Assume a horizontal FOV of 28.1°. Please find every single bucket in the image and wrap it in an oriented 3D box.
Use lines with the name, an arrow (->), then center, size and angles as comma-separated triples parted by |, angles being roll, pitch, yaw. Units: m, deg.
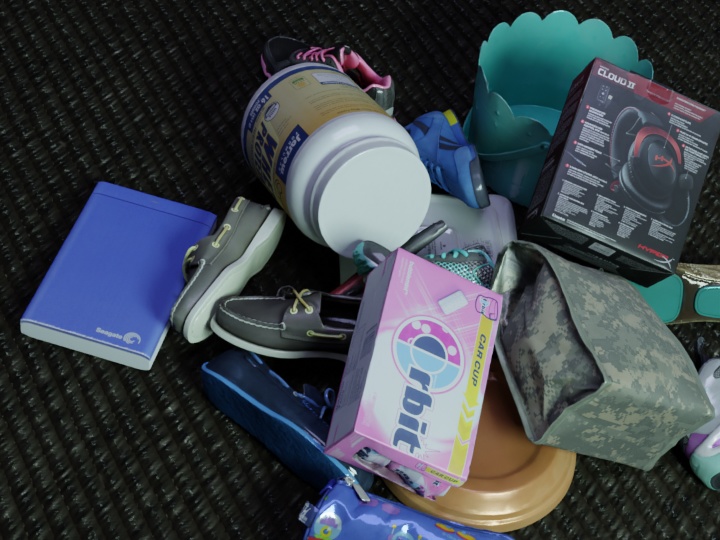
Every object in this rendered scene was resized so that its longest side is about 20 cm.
bucket -> 0.213, -0.174, 1.593 | 0.206, 0.135, 0.208 | 5, 47, -6

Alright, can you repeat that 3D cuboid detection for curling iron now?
curling iron -> 0.000, 0.000, 1.435 | 0.199, 0.026, 0.050 | -29, 57, -8

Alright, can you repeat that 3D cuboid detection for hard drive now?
hard drive -> -0.237, 0.001, 1.432 | 0.131, 0.025, 0.201 | 16, 48, 4

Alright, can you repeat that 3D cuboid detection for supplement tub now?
supplement tub -> -0.026, -0.111, 1.457 | 0.144, 0.145, 0.200 | -13, 34, -20

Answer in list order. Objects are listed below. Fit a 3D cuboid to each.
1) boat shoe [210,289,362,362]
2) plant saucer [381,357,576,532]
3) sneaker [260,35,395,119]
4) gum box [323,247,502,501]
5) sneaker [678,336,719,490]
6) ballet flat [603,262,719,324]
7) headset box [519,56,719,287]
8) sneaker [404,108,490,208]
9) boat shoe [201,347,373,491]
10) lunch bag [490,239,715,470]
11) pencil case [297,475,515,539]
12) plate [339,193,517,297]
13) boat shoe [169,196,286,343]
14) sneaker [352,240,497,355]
boat shoe -> -0.040, 0.047, 1.363 | 0.200, 0.061, 0.072 | 10, 31, -7
plant saucer -> 0.107, 0.152, 1.349 | 0.199, 0.038, 0.201 | 5, 48, -6
sneaker -> -0.033, -0.225, 1.623 | 0.200, 0.096, 0.079 | 35, 54, 25
gum box -> 0.048, 0.095, 1.279 | 0.113, 0.066, 0.201 | 24, 58, -16
sneaker -> 0.379, 0.116, 1.400 | 0.199, 0.078, 0.140 | -18, 54, -24
ballet flat -> 0.334, 0.021, 1.500 | 0.199, 0.071, 0.065 | 8, 20, -6
headset box -> 0.265, -0.106, 1.439 | 0.148, 0.075, 0.201 | 22, 75, -6
sneaker -> 0.086, -0.111, 1.541 | 0.078, 0.066, 0.200 | -16, 29, -3
boat shoe -> -0.058, 0.127, 1.311 | 0.200, 0.084, 0.069 | 39, 55, 21
lunch bag -> 0.213, 0.071, 1.356 | 0.163, 0.118, 0.201 | 17, 41, -38
pencil case -> 0.045, 0.239, 1.228 | 0.199, 0.087, 0.078 | 19, 15, 6
plate -> 0.075, -0.017, 1.499 | 0.199, 0.032, 0.200 | 3, 48, -8
boat shoe -> -0.141, -0.004, 1.423 | 0.060, 0.072, 0.202 | 26, 42, 8
sneaker -> 0.087, 0.009, 1.407 | 0.199, 0.078, 0.092 | 27, 80, -15
